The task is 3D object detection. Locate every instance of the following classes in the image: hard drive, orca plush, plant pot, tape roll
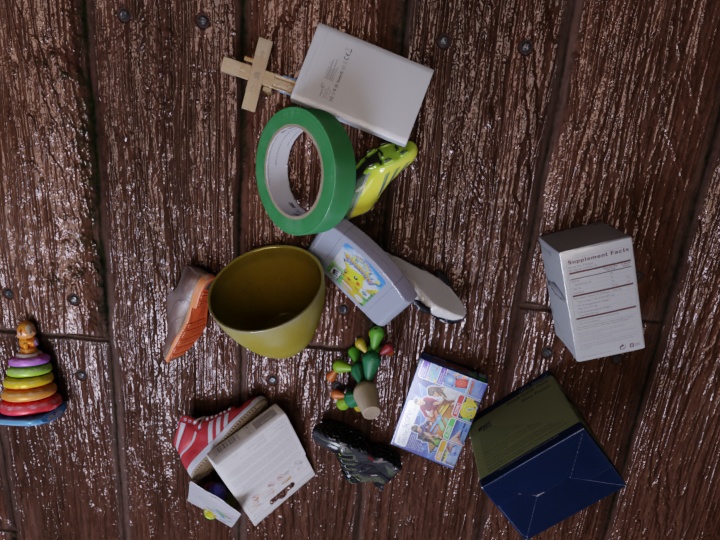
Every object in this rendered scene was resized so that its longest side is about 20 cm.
[{"bbox_3d":[0.004,-0.300,0.824,0.199,0.027,0.132,21,88,-3],"label":"hard drive"},{"bbox_3d":[0.092,0.041,0.921,0.199,0.105,0.071,25,138,-7],"label":"orca plush"},{"bbox_3d":[-0.148,0.073,0.898,0.199,0.200,0.142,-7,134,5],"label":"plant pot"},{"bbox_3d":[-0.093,-0.158,0.819,0.200,0.048,0.201,12,107,42],"label":"tape roll"}]

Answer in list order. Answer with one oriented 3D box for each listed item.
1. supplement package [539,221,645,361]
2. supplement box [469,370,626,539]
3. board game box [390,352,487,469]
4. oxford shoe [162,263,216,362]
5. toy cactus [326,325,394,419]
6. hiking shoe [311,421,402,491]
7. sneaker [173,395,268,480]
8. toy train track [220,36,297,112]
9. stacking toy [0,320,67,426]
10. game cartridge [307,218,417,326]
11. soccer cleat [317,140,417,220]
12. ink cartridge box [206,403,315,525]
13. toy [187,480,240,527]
[{"bbox_3d":[0.396,0.034,0.875,0.117,0.117,0.201,-13,105,7],"label":"supplement package"},{"bbox_3d":[0.323,0.326,0.925,0.200,0.200,0.134,-36,100,13],"label":"supplement box"},{"bbox_3d":[0.151,0.275,0.994,0.135,0.034,0.201,20,108,9],"label":"board game box"},{"bbox_3d":[-0.336,0.082,0.968,0.073,0.071,0.200,31,103,14],"label":"oxford shoe"},{"bbox_3d":[0.009,0.205,0.934,0.102,0.165,0.200,25,113,-25],"label":"toy cactus"},{"bbox_3d":[-0.019,0.385,1.029,0.200,0.076,0.101,29,103,-6],"label":"hiking shoe"},{"bbox_3d":[-0.288,0.306,1.023,0.200,0.071,0.112,-44,57,-14],"label":"sneaker"},{"bbox_3d":[-0.130,-0.310,0.848,0.199,0.033,0.115,17,100,-8],"label":"toy train track"},{"bbox_3d":[-0.657,0.199,1.008,0.109,0.116,0.201,1,93,3],"label":"stacking toy"},{"bbox_3d":[0.000,0.000,0.876,0.200,0.040,0.133,44,141,3],"label":"game cartridge"},{"bbox_3d":[0.017,-0.150,0.880,0.200,0.065,0.084,-35,132,8],"label":"soccer cleat"},{"bbox_3d":[-0.192,0.390,1.020,0.161,0.050,0.201,-34,127,-24],"label":"ink cartridge box"},{"bbox_3d":[-0.295,0.469,1.045,0.115,0.047,0.200,31,139,2],"label":"toy"}]
